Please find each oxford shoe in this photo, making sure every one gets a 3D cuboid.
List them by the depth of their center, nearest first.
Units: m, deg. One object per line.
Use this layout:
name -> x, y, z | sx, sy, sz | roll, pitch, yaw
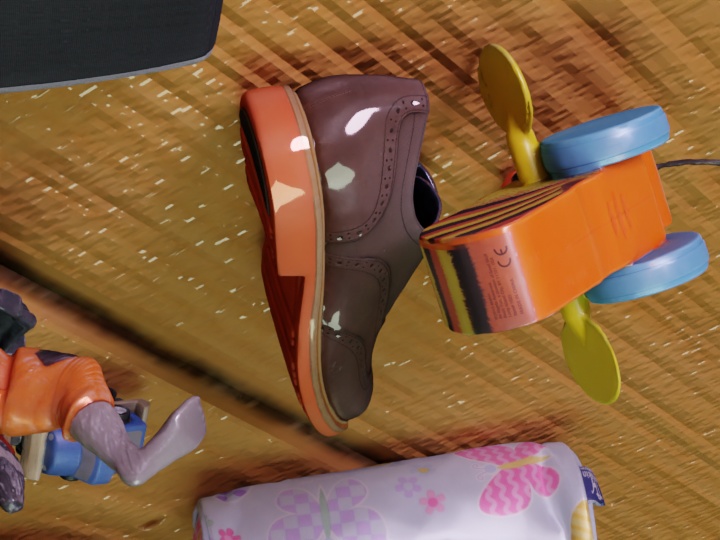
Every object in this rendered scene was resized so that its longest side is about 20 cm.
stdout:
oxford shoe -> 0.000, 0.000, 0.817 | 0.072, 0.071, 0.200 | -15, 148, -7

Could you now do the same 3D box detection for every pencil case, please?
pencil case -> 0.017, 0.139, 1.018 | 0.200, 0.091, 0.083 | -6, 148, -9

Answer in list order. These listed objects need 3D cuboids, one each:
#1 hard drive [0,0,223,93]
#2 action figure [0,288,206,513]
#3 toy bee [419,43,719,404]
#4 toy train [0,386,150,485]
hard drive -> -0.132, -0.104, 0.631 | 0.200, 0.042, 0.135 | -4, 147, -15
action figure -> -0.180, 0.027, 0.742 | 0.193, 0.105, 0.200 | -4, 156, 44
toy bee -> 0.083, -0.015, 0.790 | 0.200, 0.131, 0.109 | 3, 170, -42
toy train -> -0.164, 0.076, 0.851 | 0.200, 0.046, 0.034 | -7, 117, -41
